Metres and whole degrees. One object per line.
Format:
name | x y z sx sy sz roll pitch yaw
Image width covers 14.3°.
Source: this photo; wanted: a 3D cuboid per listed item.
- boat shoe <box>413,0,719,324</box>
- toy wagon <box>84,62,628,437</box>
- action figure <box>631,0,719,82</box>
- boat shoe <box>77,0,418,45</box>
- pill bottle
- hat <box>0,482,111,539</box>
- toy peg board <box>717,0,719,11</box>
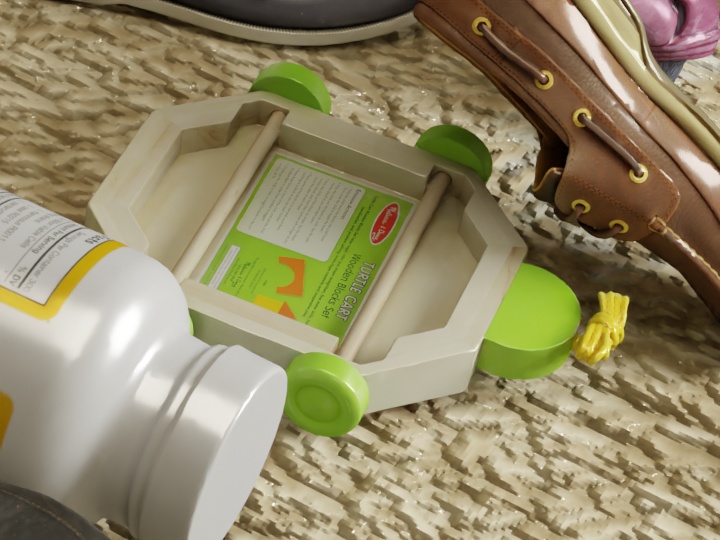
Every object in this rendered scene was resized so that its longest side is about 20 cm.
boat shoe | 0.094 -0.043 1.077 0.068 0.072 0.200 -38 101 -6
toy wagon | 0.000 0.000 1.070 0.200 0.040 0.155 21 44 8
action figure | 0.117 -0.147 1.151 0.149 0.200 0.134 -5 16 12
boat shoe | -0.059 -0.143 1.188 0.200 0.063 0.073 7 43 -6
pill bottle | -0.129 0.026 0.964 0.200 0.104 0.104 24 44 12
hat | -0.160 0.140 0.857 0.200 0.081 0.201 3 36 -2
toy peg board | 0.099 -0.235 1.240 0.200 0.199 0.098 12 27 -1
